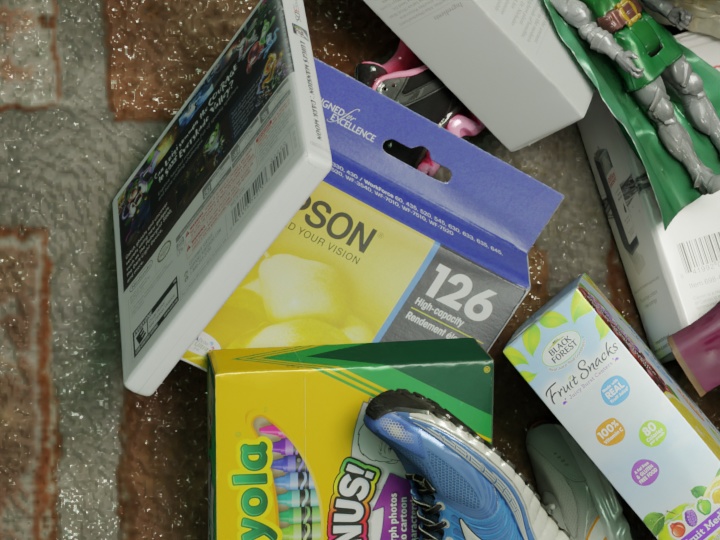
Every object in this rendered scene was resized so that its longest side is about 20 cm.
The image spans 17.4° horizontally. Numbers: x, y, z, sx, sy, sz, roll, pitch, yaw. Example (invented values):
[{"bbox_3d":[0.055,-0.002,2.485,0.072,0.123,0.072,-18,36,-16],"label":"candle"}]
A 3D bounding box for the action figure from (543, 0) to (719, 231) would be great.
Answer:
[{"bbox_3d":[0.174,-0.140,1.480,0.118,0.055,0.200,-42,97,-35],"label":"action figure"}]

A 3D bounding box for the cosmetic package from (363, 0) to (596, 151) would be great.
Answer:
[{"bbox_3d":[0.069,-0.184,1.487,0.200,0.071,0.102,44,47,-21],"label":"cosmetic package"}]

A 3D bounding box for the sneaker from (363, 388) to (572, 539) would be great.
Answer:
[{"bbox_3d":[0.063,0.154,1.397,0.089,0.079,0.200,-42,112,-6],"label":"sneaker"}]

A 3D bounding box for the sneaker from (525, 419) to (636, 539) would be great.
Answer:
[{"bbox_3d":[0.134,0.196,1.502,0.091,0.076,0.201,-20,79,-4],"label":"sneaker"}]

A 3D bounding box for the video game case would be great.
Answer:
[{"bbox_3d":[-0.088,-0.051,1.417,0.023,0.200,0.182,24,32,-26],"label":"video game case"}]

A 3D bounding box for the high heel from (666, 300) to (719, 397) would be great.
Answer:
[{"bbox_3d":[0.282,0.084,1.503,0.096,0.068,0.200,-32,128,13],"label":"high heel"}]

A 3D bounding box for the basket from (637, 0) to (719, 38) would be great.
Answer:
[{"bbox_3d":[0.195,-0.248,1.527,0.199,0.136,0.124,15,50,10],"label":"basket"}]

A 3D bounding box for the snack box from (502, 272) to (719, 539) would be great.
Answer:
[{"bbox_3d":[0.178,0.100,1.474,0.068,0.169,0.200,-39,87,7],"label":"snack box"}]

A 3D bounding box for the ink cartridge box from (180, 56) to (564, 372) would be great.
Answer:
[{"bbox_3d":[0.000,0.000,1.459,0.197,0.047,0.201,27,108,-19],"label":"ink cartridge box"}]

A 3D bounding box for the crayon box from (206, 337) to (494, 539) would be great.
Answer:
[{"bbox_3d":[-0.008,0.148,1.453,0.171,0.058,0.202,-3,105,-11],"label":"crayon box"}]

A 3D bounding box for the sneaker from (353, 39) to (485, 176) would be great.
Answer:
[{"bbox_3d":[0.011,-0.087,1.516,0.200,0.079,0.096,-54,129,-21],"label":"sneaker"}]

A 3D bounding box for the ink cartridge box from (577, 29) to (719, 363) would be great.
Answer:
[{"bbox_3d":[0.239,-0.056,1.561,0.145,0.085,0.201,-15,83,-14],"label":"ink cartridge box"}]
